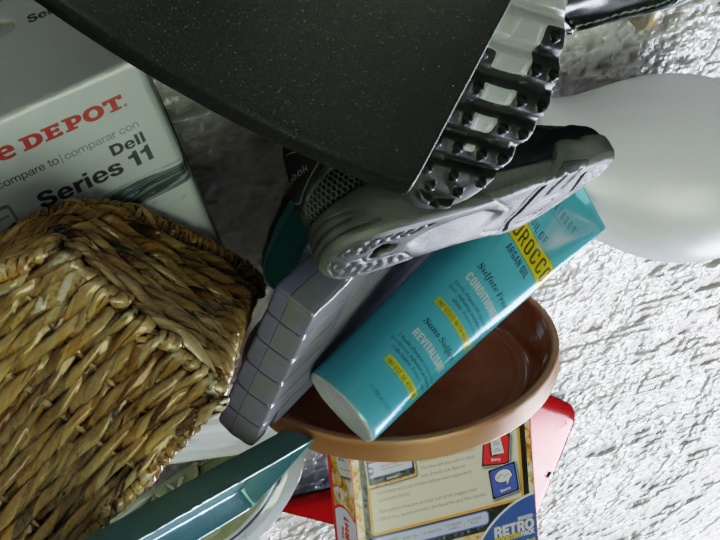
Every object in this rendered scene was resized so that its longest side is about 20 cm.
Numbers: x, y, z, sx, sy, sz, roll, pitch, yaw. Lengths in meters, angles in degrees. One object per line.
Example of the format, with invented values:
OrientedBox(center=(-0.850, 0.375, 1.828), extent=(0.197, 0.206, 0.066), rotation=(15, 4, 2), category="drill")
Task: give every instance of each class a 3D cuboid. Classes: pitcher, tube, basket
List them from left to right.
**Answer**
OrientedBox(center=(-0.166, 0.053, 0.722), extent=(0.143, 0.149, 0.200), rotation=(40, 110, -12), category="basket")
OrientedBox(center=(0.059, 0.012, 0.794), extent=(0.200, 0.050, 0.078), rotation=(-43, 125, -16), category="tube")
OrientedBox(center=(0.166, -0.054, 0.908), extent=(0.198, 0.122, 0.172), rotation=(3, 145, -19), category="pitcher")

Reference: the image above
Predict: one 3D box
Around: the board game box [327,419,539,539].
OrientedBox(center=(0.053, 0.141, 1.018), extent=(0.150, 0.046, 0.202), rotation=(-9, 102, -21), category="board game box")

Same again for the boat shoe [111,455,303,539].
OrientedBox(center=(-0.126, 0.181, 1.022), extent=(0.200, 0.072, 0.062), rotation=(-41, 142, 20), category="boat shoe")

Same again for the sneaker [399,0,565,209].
OrientedBox(center=(0.055, -0.129, 0.650), extent=(0.066, 0.090, 0.201), rotation=(11, 105, -36), category="sneaker")

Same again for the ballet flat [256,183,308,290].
OrientedBox(center=(-0.004, -0.066, 0.837), extent=(0.071, 0.072, 0.201), rotation=(3, 134, -33), category="ballet flat")

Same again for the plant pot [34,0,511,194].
OrientedBox(center=(-0.039, -0.182, 0.582), extent=(0.176, 0.200, 0.201), rotation=(10, 129, -25), category="plant pot")

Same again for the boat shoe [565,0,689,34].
OrientedBox(center=(0.081, -0.141, 0.716), extent=(0.197, 0.069, 0.074), rotation=(3, 149, 9), category="boat shoe")

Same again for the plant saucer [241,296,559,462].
OrientedBox(center=(0.025, 0.059, 0.872), extent=(0.199, 0.200, 0.033), rotation=(-15, 120, -16), category="plant saucer")

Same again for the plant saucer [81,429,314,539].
OrientedBox(center=(-0.099, 0.133, 0.727), extent=(0.070, 0.019, 0.200), rotation=(-49, 165, 29), category="plant saucer")

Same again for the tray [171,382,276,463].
OrientedBox(center=(-0.118, 0.104, 0.898), extent=(0.199, 0.022, 0.107), rotation=(-1, 154, -44), category="tray")

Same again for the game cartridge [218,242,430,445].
OrientedBox(center=(0.000, 0.000, 0.792), extent=(0.200, 0.038, 0.130), rotation=(-44, 162, -43), category="game cartridge")

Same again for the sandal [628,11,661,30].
OrientedBox(center=(0.115, -0.216, 0.723), extent=(0.069, 0.078, 0.213), rotation=(-17, 132, -10), category="sandal")

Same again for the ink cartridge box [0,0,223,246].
OrientedBox(center=(-0.163, -0.040, 0.741), extent=(0.146, 0.083, 0.201), rotation=(-25, 141, -5), category="ink cartridge box")

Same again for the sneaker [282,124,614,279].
OrientedBox(center=(0.044, -0.072, 0.729), extent=(0.198, 0.115, 0.076), rotation=(-15, 161, -30), category="sneaker")

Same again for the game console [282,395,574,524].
OrientedBox(center=(0.057, 0.153, 1.143), extent=(0.199, 0.118, 0.174), rotation=(24, 88, -45), category="game console")
